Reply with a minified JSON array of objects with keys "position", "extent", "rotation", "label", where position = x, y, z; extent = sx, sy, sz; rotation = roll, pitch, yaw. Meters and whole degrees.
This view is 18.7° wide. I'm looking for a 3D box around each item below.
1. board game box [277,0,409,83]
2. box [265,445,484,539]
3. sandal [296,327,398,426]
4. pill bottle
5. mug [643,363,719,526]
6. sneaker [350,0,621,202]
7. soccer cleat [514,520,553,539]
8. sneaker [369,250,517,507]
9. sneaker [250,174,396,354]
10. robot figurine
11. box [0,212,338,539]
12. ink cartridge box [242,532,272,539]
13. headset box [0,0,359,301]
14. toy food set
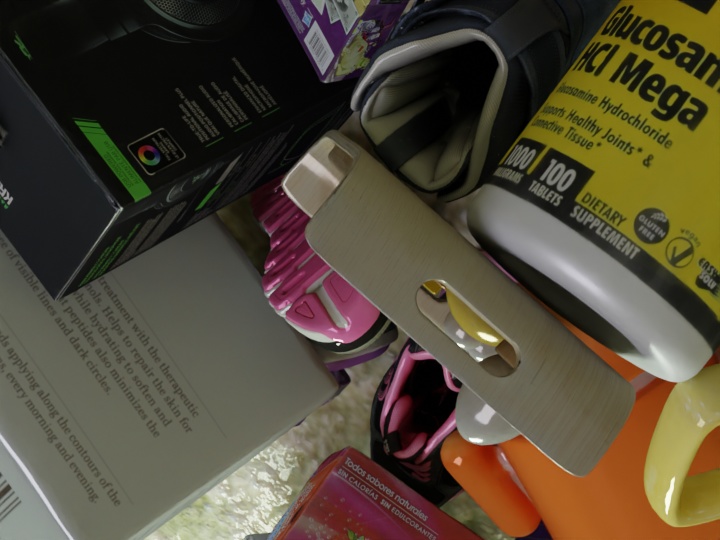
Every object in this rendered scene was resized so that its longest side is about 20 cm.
[{"position":[-0.029,-0.198,0.981],"extent":[0.200,0.032,0.120],"rotation":[62,149,22],"label":"board game box"},{"position":[0.042,0.186,1.150],"extent":[0.200,0.096,0.100],"rotation":[36,171,-1],"label":"box"},{"position":[-0.038,0.061,1.230],"extent":[0.203,0.082,0.050],"rotation":[-14,94,59],"label":"sandal"},{"position":[0.141,-0.066,0.864],"extent":[0.112,0.200,0.112],"rotation":[36,176,3],"label":"pill bottle"},{"position":[0.219,0.045,0.939],"extent":[0.186,0.150,0.153],"rotation":[9,143,2],"label":"mug"},{"position":[0.036,-0.072,1.004],"extent":[0.077,0.146,0.202],"rotation":[43,142,1],"label":"sneaker"},{"position":[0.160,0.179,1.160],"extent":[0.200,0.073,0.068],"rotation":[21,134,27],"label":"soccer cleat"},{"position":[0.035,0.077,1.170],"extent":[0.079,0.095,0.200],"rotation":[34,140,12],"label":"sneaker"},{"position":[0.000,0.000,1.099],"extent":[0.087,0.074,0.200],"rotation":[46,-174,-20],"label":"sneaker"},{"position":[0.126,0.077,1.070],"extent":[0.144,0.117,0.200],"rotation":[-10,115,46],"label":"robot figurine"},{"position":[-0.158,0.050,1.146],"extent":[0.199,0.171,0.200],"rotation":[54,152,3],"label":"box"},{"position":[-0.025,0.250,1.286],"extent":[0.200,0.145,0.145],"rotation":[-48,50,51],"label":"ink cartridge box"},{"position":[-0.119,-0.106,1.048],"extent":[0.174,0.200,0.093],"rotation":[53,141,8],"label":"headset box"},{"position":[0.028,0.013,0.906],"extent":[0.143,0.060,0.200],"rotation":[41,-178,-9],"label":"toy food set"}]
